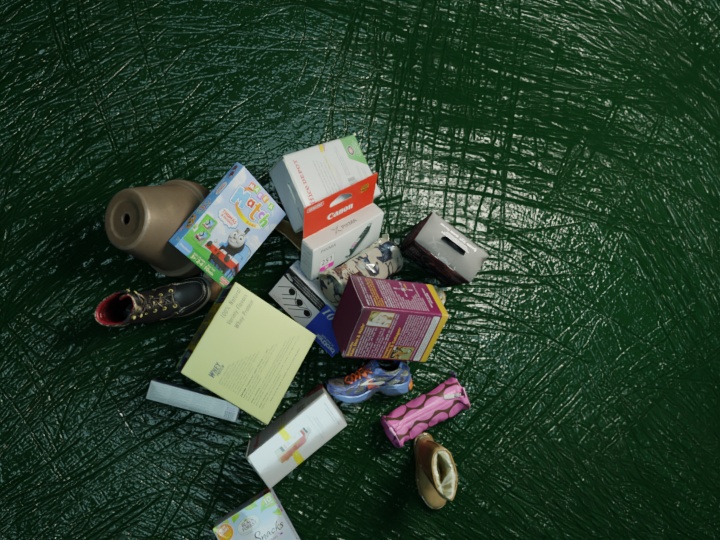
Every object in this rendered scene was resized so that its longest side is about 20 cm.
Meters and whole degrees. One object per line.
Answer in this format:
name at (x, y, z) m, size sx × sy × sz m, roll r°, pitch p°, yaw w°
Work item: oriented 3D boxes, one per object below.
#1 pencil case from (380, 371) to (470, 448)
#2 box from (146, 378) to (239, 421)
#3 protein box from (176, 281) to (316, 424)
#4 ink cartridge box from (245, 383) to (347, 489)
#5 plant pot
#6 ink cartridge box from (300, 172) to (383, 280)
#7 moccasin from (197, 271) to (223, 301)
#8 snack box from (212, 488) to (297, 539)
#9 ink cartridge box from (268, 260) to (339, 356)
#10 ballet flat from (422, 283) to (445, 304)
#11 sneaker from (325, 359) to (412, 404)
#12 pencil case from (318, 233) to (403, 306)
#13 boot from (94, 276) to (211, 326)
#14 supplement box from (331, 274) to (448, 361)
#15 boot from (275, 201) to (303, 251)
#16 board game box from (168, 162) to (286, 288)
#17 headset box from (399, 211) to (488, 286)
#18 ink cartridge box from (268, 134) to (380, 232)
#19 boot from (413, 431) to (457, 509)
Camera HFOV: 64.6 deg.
pencil case at (0.142, 0.309, 1.247) m, size 0.197 × 0.094 × 0.092 m, roll -29°, pitch 88°, yaw -7°
box at (-0.353, 0.278, 1.217) m, size 0.195 × 0.039 × 0.042 m, roll 16°, pitch 83°, yaw -6°
protein box at (-0.234, 0.165, 1.157) m, size 0.198 × 0.134 × 0.201 m, roll 35°, pitch 73°, yaw -17°
ink cartridge box at (-0.133, 0.339, 1.187) m, size 0.198 × 0.145 × 0.084 m, roll -37°, pitch 92°, yaw -7°
plant pot at (-0.403, -0.093, 1.133) m, size 0.196 × 0.174 × 0.206 m, roll -2°, pitch 85°, yaw 23°
ink cartridge box at (-0.034, -0.091, 1.186) m, size 0.198 × 0.176 × 0.044 m, roll -31°, pitch 60°, yaw -30°
moccasin at (-0.305, -0.035, 1.228) m, size 0.076 × 0.073 × 0.207 m, roll 6°, pitch 85°, yaw -27°
snack box at (-0.203, 0.590, 1.207) m, size 0.140 × 0.053 × 0.203 m, roll -29°, pitch 90°, yaw -9°
ink cartridge box at (-0.098, 0.083, 1.235) m, size 0.200 × 0.044 × 0.094 m, roll 45°, pitch 121°, yaw -2°
ballet flat at (0.109, 0.063, 1.244) m, size 0.195 × 0.064 × 0.077 m, roll -5°, pitch 72°, yaw -21°
sneaker at (0.018, 0.230, 1.240) m, size 0.195 × 0.075 × 0.080 m, roll -9°, pitch 111°, yaw -16°
pencil case at (0.000, 0.000, 1.222) m, size 0.198 × 0.077 × 0.091 m, roll -30°, pitch 98°, yaw -35°
boot at (-0.415, 0.064, 1.144) m, size 0.195 × 0.150 × 0.075 m, roll -14°, pitch 86°, yaw 15°
supplement box at (0.057, 0.100, 1.154) m, size 0.196 × 0.104 × 0.133 m, roll 8°, pitch 124°, yaw -25°
boot at (-0.125, -0.087, 1.251) m, size 0.197 × 0.075 × 0.075 m, roll 30°, pitch 79°, yaw -6°
board game box at (-0.259, -0.087, 1.132) m, size 0.201 × 0.036 × 0.152 m, roll -52°, pitch 136°, yaw -10°
headset box at (0.175, -0.041, 1.220) m, size 0.147 × 0.200 × 0.076 m, roll 36°, pitch 83°, yaw -2°
ink cartridge box at (-0.076, -0.187, 1.220) m, size 0.198 × 0.087 × 0.148 m, roll -26°, pitch 90°, yaw -37°
boot at (0.158, 0.437, 1.186) m, size 0.065 × 0.200 × 0.179 m, roll -16°, pitch 88°, yaw -7°
